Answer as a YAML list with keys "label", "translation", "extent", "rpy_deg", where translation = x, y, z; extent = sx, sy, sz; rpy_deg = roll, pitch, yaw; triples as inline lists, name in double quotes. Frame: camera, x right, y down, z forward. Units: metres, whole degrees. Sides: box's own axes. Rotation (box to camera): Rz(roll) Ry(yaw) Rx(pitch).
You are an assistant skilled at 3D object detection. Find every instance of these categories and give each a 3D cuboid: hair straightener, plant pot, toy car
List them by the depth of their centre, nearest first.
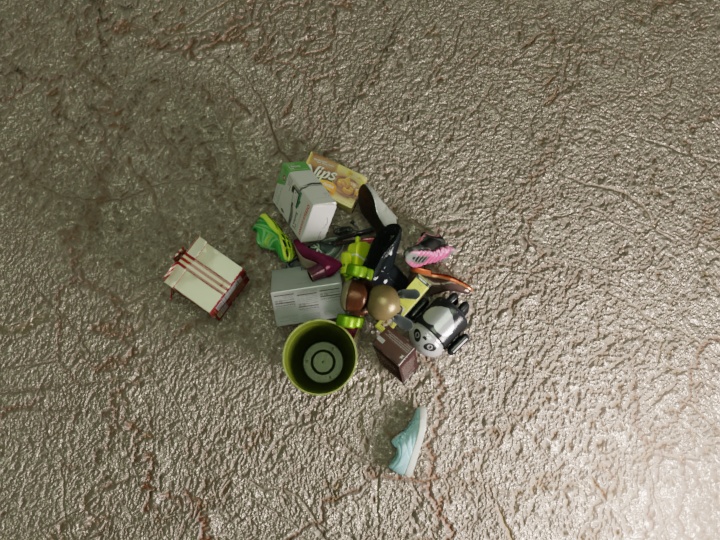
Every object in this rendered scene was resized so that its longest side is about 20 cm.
- label: "toy car"
  translation: [0.054, 0.083, 1.544]
  extent: [0.199, 0.158, 0.166]
  rpy_deg: [11, 88, 14]
- label: "plant pot"
  translation: [-0.110, 0.249, 1.637]
  extent: [0.199, 0.193, 0.202]
  rpy_deg: [0, 77, -1]
- label: "hair straightener"
  translation: [-0.030, -0.115, 1.782]
  extent: [0.199, 0.041, 0.077]
  rpy_deg: [-10, 76, -16]

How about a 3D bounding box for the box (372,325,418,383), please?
- label: "box"
  translation: [0.100, 0.237, 1.632]
  extent: [0.100, 0.200, 0.075]
  rpy_deg: [39, 78, 21]

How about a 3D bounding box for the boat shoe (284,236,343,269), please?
- label: "boat shoe"
  translation: [-0.138, -0.048, 1.773]
  extent: [0.199, 0.062, 0.073]
  rpy_deg: [-28, 79, -7]

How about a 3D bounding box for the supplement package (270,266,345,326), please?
- label: "supplement package"
  translation: [-0.151, 0.065, 1.684]
  extent: [0.198, 0.156, 0.112]
  rpy_deg: [-8, 114, -3]

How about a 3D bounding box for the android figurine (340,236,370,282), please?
- label: "android figurine"
  translation: [0.000, 0.000, 1.710]
  extent: [0.041, 0.182, 0.202]
  rpy_deg: [-9, 68, 29]

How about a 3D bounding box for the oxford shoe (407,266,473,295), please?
- label: "oxford shoe"
  translation: [0.240, 0.045, 1.763]
  extent: [0.199, 0.071, 0.073]
  rpy_deg: [17, 94, 10]

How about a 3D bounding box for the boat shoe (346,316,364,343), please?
- label: "boat shoe"
  translation: [-0.021, 0.131, 1.729]
  extent: [0.073, 0.069, 0.202]
  rpy_deg: [6, 77, 0]

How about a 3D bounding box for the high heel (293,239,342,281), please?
- label: "high heel"
  translation: [-0.128, -0.041, 1.685]
  extent: [0.096, 0.068, 0.200]
  rpy_deg: [-23, 45, -12]

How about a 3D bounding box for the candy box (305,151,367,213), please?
- label: "candy box"
  translation: [-0.091, -0.277, 1.830]
  extent: [0.199, 0.055, 0.116]
  rpy_deg: [26, 78, 6]

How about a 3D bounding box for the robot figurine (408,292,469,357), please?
- label: "robot figurine"
  translation: [0.231, 0.158, 1.698]
  extent: [0.200, 0.150, 0.125]
  rpy_deg: [-45, 121, -10]

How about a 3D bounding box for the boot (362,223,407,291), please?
- label: "boot"
  translation: [0.090, -0.017, 1.720]
  extent: [0.076, 0.168, 0.201]
  rpy_deg: [19, 75, 40]

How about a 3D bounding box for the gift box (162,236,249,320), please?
- label: "gift box"
  translation: [-0.458, 0.031, 1.688]
  extent: [0.186, 0.185, 0.200]
  rpy_deg: [35, 72, 5]

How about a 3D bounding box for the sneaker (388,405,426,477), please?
- label: "sneaker"
  translation: [0.132, 0.476, 1.650]
  extent: [0.081, 0.074, 0.201]
  rpy_deg: [17, 76, 0]

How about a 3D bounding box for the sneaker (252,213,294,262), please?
- label: "sneaker"
  translation: [-0.264, -0.086, 1.765]
  extent: [0.084, 0.074, 0.200]
  rpy_deg: [-43, 54, 7]

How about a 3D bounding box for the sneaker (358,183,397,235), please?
- label: "sneaker"
  translation: [0.059, -0.175, 1.783]
  extent: [0.084, 0.073, 0.201]
  rpy_deg: [-13, 75, -45]

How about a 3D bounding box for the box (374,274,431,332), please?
- label: "box"
  translation: [0.127, 0.102, 1.712]
  extent: [0.050, 0.075, 0.200]
  rpy_deg: [40, 97, 9]

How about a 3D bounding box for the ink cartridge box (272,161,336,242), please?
- label: "ink cartridge box"
  translation: [-0.168, -0.202, 1.721]
  extent: [0.084, 0.147, 0.200]
  rpy_deg: [-11, 50, -35]

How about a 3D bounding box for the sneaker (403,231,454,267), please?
- label: "sneaker"
  translation: [0.192, -0.070, 1.748]
  extent: [0.199, 0.079, 0.096]
  rpy_deg: [-7, 62, -44]
